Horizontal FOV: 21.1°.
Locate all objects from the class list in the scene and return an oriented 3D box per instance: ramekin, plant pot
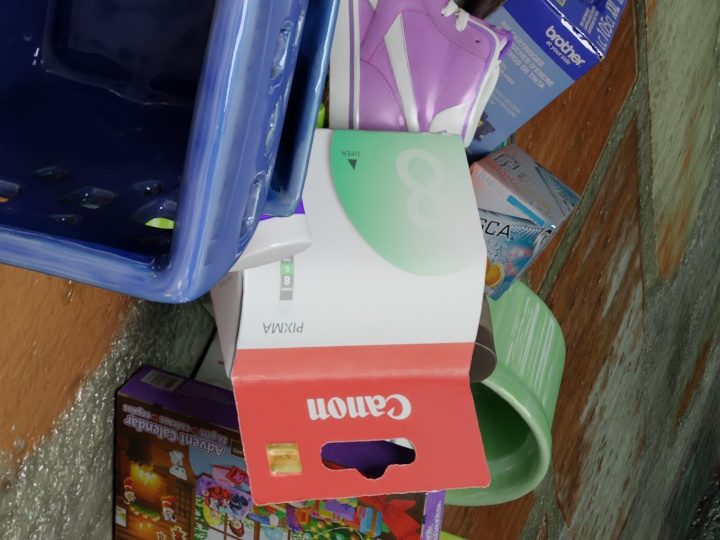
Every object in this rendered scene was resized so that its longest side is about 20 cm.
[{"bbox_3d":[0.048,0.071,1.356,0.200,0.199,0.098,79,27,-52],"label":"ramekin"},{"bbox_3d":[-0.108,-0.114,0.797,0.180,0.199,0.201,-30,133,-69],"label":"plant pot"}]

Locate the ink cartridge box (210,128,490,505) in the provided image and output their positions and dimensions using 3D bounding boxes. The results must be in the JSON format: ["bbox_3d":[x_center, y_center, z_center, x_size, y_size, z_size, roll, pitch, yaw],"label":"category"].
[{"bbox_3d":[-0.001,0.020,1.053,0.160,0.050,0.201,0,68,-33],"label":"ink cartridge box"}]

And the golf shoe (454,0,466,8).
[{"bbox_3d":[0.036,-0.205,1.304,0.092,0.073,0.200,45,69,-20],"label":"golf shoe"}]

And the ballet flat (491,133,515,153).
[{"bbox_3d":[0.091,-0.143,1.475,0.073,0.073,0.200,-58,153,-36],"label":"ballet flat"}]

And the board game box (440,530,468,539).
[{"bbox_3d":[0.009,0.224,1.356,0.102,0.199,0.048,-62,157,-27],"label":"board game box"}]

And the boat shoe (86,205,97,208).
[{"bbox_3d":[-0.097,-0.099,1.005,0.200,0.075,0.062,-56,152,-36],"label":"boat shoe"}]

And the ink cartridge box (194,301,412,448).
[{"bbox_3d":[-0.041,0.102,1.251,0.068,0.115,0.200,-65,158,-19],"label":"ink cartridge box"}]

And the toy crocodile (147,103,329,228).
[{"bbox_3d":[-0.074,-0.059,1.134,0.200,0.062,0.068,-36,140,-52],"label":"toy crocodile"}]

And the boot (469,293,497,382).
[{"bbox_3d":[0.000,0.000,1.189,0.200,0.146,0.070,32,103,-31],"label":"boot"}]

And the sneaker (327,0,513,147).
[{"bbox_3d":[0.036,-0.165,1.187,0.073,0.114,0.201,63,24,-78],"label":"sneaker"}]

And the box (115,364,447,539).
[{"bbox_3d":[-0.050,0.148,1.138,0.039,0.199,0.137,-46,147,-54],"label":"box"}]

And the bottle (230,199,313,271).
[{"bbox_3d":[-0.072,-0.101,0.929,0.065,0.083,0.201,132,-59,-76],"label":"bottle"}]

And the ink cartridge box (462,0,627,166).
[{"bbox_3d":[0.105,-0.155,1.308,0.200,0.076,0.137,-41,-168,33],"label":"ink cartridge box"}]

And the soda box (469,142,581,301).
[{"bbox_3d":[0.096,-0.036,1.287,0.064,0.068,0.200,-52,176,13],"label":"soda box"}]
